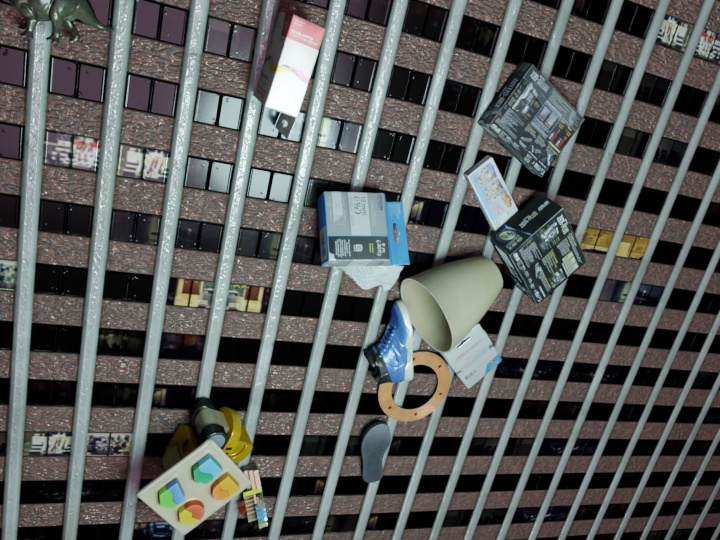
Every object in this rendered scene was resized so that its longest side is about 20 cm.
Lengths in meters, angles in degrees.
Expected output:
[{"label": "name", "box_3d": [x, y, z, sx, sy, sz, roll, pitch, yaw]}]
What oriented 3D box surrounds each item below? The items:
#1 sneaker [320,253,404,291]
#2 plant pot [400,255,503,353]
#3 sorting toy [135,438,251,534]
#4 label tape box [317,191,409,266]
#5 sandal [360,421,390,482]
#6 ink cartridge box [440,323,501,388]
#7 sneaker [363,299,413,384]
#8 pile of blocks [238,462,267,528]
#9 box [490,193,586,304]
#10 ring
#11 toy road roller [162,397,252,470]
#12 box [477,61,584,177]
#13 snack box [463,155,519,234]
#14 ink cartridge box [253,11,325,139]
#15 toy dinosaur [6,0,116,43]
[{"label": "sneaker", "box_3d": [0.000, 0.000, 1.360, 0.197, 0.071, 0.081, 13, 111, -25]}, {"label": "plant pot", "box_3d": [0.224, 0.055, 1.417, 0.198, 0.187, 0.190, -30, 120, -20]}, {"label": "sorting toy", "box_3d": [-0.346, 0.468, 1.317, 0.184, 0.036, 0.202, -35, 131, -9]}, {"label": "label tape box", "box_3d": [0.014, -0.086, 1.292, 0.196, 0.066, 0.146, -1, 78, -17]}, {"label": "sandal", "box_3d": [0.030, 0.462, 1.595, 0.074, 0.043, 0.203, 2, 122, -12]}, {"label": "ink cartridge box", "box_3d": [0.258, 0.190, 1.507, 0.115, 0.067, 0.200, -39, 137, 0]}, {"label": "sneaker", "box_3d": [0.063, 0.173, 1.454, 0.109, 0.077, 0.204, -8, 111, -12]}, {"label": "pile of blocks", "box_3d": [-0.265, 0.562, 1.503, 0.061, 0.082, 0.204, -12, 117, -14]}, {"label": "box", "box_3d": [0.421, -0.048, 1.465, 0.163, 0.086, 0.200, -41, 129, 1]}, {"label": "ring", "box_3d": [0.135, 0.291, 1.566, 0.196, 0.019, 0.204, -7, 114, -16]}, {"label": "toy road roller", "box_3d": [-0.334, 0.400, 1.389, 0.145, 0.123, 0.201, 29, 101, -39]}, {"label": "box", "box_3d": [0.376, -0.328, 1.362, 0.198, 0.050, 0.159, 31, 99, -28]}, {"label": "snack box", "box_3d": [0.310, -0.161, 1.426, 0.071, 0.024, 0.201, -36, 120, -2]}, {"label": "ink cartridge box", "box_3d": [-0.138, -0.354, 1.126, 0.066, 0.117, 0.203, 13, 107, -25]}, {"label": "toy dinosaur", "box_3d": [-0.496, -0.423, 0.991, 0.196, 0.077, 0.104, 8, 117, -20]}]
